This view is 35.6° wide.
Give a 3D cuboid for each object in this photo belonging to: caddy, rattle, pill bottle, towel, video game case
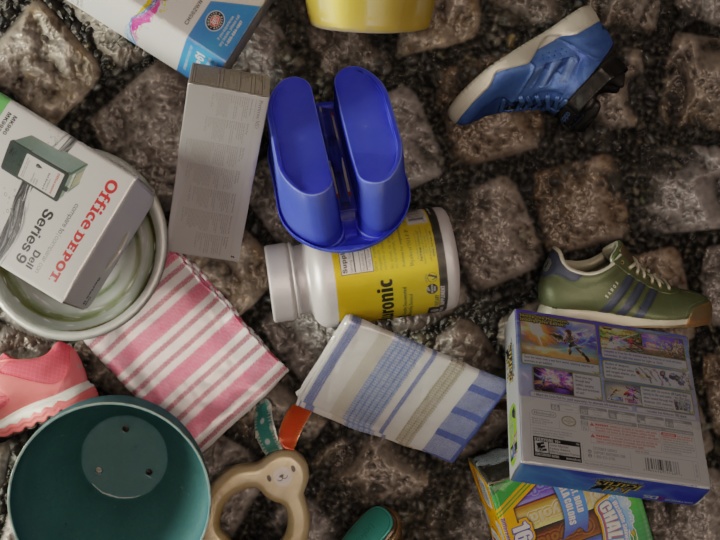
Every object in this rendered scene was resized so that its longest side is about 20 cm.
[{"bbox_3d":[-0.024,-0.113,1.156,0.139,0.106,0.202,-10,56,-5],"label":"caddy"},{"bbox_3d":[-0.105,0.243,1.184,0.129,0.143,0.202,28,96,12],"label":"rattle"},{"bbox_3d":[0.000,0.000,1.191,0.197,0.111,0.113,-8,94,-5],"label":"pill bottle"},{"bbox_3d":[-0.194,0.087,1.215,0.146,0.030,0.200,-43,96,-2],"label":"towel"},{"bbox_3d":[0.249,0.139,1.154,0.197,0.046,0.183,9,53,-7],"label":"video game case"},{"bbox_3d":[0.043,0.129,1.202,0.198,0.024,0.148,22,128,-11],"label":"towel"}]

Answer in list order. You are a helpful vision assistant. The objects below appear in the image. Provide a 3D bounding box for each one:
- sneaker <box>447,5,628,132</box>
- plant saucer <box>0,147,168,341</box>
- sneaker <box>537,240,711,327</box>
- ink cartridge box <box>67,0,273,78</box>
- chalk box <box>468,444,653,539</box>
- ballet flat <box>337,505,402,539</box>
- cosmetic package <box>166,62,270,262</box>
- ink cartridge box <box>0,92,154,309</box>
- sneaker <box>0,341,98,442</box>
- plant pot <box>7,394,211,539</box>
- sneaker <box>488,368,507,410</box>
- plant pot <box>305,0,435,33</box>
[{"bbox_3d":[0.199,-0.189,1.216,0.199,0.077,0.112,-33,87,-10],"label":"sneaker"},{"bbox_3d":[-0.297,-0.026,1.179,0.197,0.050,0.203,0,84,2],"label":"plant saucer"},{"bbox_3d":[0.293,0.014,1.235,0.197,0.067,0.091,1,99,-3],"label":"sneaker"},{"bbox_3d":[-0.194,-0.304,1.148,0.198,0.085,0.146,31,71,-6],"label":"ink cartridge box"},{"bbox_3d":[0.236,0.244,1.223,0.197,0.125,0.126,-17,95,-3],"label":"chalk box"},{"bbox_3d":[-0.029,0.339,1.231,0.200,0.068,0.073,-41,141,-6],"label":"ballet flat"},{"bbox_3d":[-0.148,-0.108,1.150,0.081,0.051,0.202,10,125,-8],"label":"cosmetic package"},{"bbox_3d":[-0.328,-0.074,1.117,0.198,0.084,0.147,30,85,5],"label":"ink cartridge box"},{"bbox_3d":[-0.383,0.136,1.189,0.198,0.074,0.088,-20,83,-10],"label":"sneaker"},{"bbox_3d":[-0.252,0.215,1.160,0.197,0.135,0.203,-1,100,-6],"label":"plant pot"},{"bbox_3d":[0.215,0.112,1.249,0.197,0.067,0.091,4,75,1],"label":"sneaker"},{"bbox_3d":[0.011,-0.346,1.142,0.198,0.201,0.192,-1,110,-6],"label":"plant pot"}]
